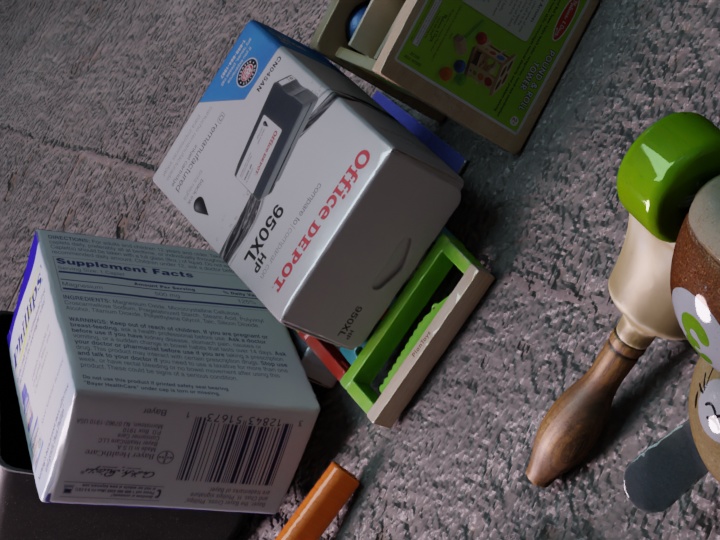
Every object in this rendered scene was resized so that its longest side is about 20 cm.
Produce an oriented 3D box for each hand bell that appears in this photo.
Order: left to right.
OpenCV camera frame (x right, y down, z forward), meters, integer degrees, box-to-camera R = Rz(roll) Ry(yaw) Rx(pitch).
[{"bbox_3d":[0.143,0.046,0.901,0.105,0.103,0.201,-105,36,-52],"label":"hand bell"}]

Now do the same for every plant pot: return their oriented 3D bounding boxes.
[{"bbox_3d":[-0.214,0.174,1.295,0.201,0.197,0.179,-109,37,-54],"label":"plant pot"}]

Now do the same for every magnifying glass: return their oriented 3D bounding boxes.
[{"bbox_3d":[-0.070,0.219,1.129,0.201,0.079,0.022,-52,24,0],"label":"magnifying glass"}]

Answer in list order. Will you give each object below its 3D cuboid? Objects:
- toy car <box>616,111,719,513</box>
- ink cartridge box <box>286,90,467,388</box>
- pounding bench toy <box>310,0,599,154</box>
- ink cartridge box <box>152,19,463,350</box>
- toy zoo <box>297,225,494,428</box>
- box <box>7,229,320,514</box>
[{"bbox_3d":[0.184,0.057,0.745,0.165,0.156,0.202,50,130,41],"label":"toy car"},{"bbox_3d":[-0.019,-0.037,1.280,0.201,0.047,0.198,-61,28,9],"label":"ink cartridge box"},{"bbox_3d":[0.078,-0.212,1.171,0.202,0.123,0.156,-62,27,3],"label":"pounding bench toy"},{"bbox_3d":[-0.041,-0.063,1.158,0.145,0.084,0.200,-56,47,12],"label":"ink cartridge box"},{"bbox_3d":[0.000,0.000,1.171,0.132,0.020,0.200,-56,46,13],"label":"toy zoo"},{"bbox_3d":[-0.152,0.074,1.210,0.201,0.182,0.106,-116,41,-51],"label":"box"}]
